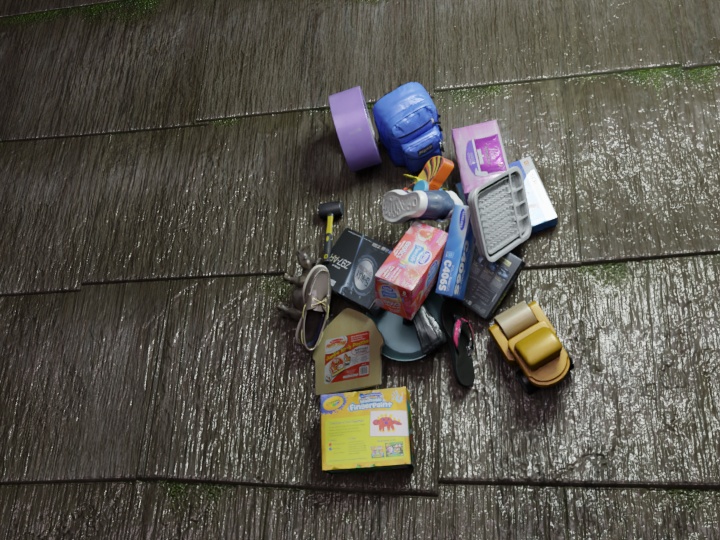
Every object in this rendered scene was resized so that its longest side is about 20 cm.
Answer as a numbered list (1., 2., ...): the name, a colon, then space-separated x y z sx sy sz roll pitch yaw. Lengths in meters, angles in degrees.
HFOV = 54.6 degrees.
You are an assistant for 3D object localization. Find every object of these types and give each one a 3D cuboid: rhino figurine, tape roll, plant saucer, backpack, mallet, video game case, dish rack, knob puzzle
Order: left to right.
1. rhino figurine: -0.140 0.033 1.692 0.086 0.060 0.203 17 103 16
2. mallet: -0.070 -0.098 1.751 0.065 0.041 0.202 -14 48 9
3. knob puzzle: -0.025 0.186 1.639 0.217 0.030 0.223 -16 60 28
4. tape roll: -0.012 -0.361 1.786 0.084 0.200 0.203 -16 64 6
5. plant saucer: 0.110 0.119 1.643 0.197 0.036 0.203 -5 66 11
6. backpack: 0.131 -0.363 1.751 0.161 0.200 0.169 -33 64 -3
7. dish rack: 0.307 -0.127 1.559 0.043 0.174 0.199 3 24 44
8. video game case: 0.353 -0.162 1.697 0.197 0.046 0.183 -20 63 5

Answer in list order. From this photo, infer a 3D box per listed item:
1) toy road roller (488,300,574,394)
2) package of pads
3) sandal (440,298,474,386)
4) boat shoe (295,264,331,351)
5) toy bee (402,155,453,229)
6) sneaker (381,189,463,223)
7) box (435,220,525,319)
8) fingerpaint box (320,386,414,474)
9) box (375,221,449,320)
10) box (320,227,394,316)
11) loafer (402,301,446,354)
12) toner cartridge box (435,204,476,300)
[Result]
1. toy road roller: 0.369 0.154 1.502 0.122 0.146 0.201 -29 64 0
2. package of pads: 0.295 -0.263 1.690 0.119 0.076 0.203 -12 62 9
3. sandal: 0.230 0.158 1.575 0.074 0.045 0.203 3 67 -34
4. boat shoe: -0.106 0.090 1.648 0.059 0.071 0.203 35 112 64
5. toy bee: 0.146 -0.203 1.733 0.200 0.131 0.109 -46 40 4
6. sneaker: 0.153 -0.149 1.647 0.144 0.199 0.082 2 90 -27
7. box: 0.259 -0.005 1.627 0.199 0.051 0.159 34 98 24
8. fingerpaint box: 0.015 0.356 1.546 0.197 0.073 0.169 -8 67 10
9. box: 0.117 -0.002 1.551 0.094 0.101 0.201 21 50 22
10. box: 0.000 0.000 1.694 0.199 0.044 0.161 27 76 36
11. loafer: 0.123 0.098 1.591 0.070 0.068 0.202 -31 61 5
12. toner cartridge box: 0.222 -0.038 1.569 0.043 0.095 0.203 11 87 24
